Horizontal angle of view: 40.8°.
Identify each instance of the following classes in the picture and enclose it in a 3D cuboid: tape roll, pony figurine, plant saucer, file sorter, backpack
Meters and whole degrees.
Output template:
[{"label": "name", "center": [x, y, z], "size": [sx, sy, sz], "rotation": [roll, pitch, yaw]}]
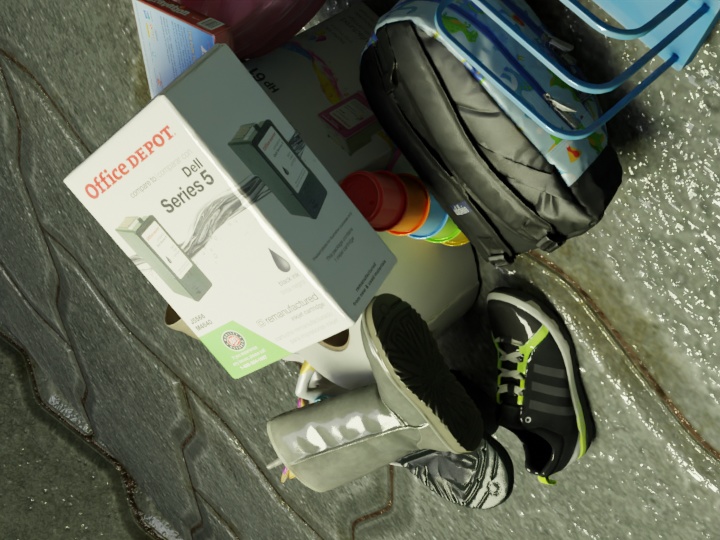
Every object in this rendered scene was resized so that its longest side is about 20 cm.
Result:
[{"label": "tape roll", "center": [0.000, 0.000, 0.972], "size": [0.202, 0.139, 0.204], "rotation": [37, 147, 29]}, {"label": "pony figurine", "center": [-0.010, 0.147, 1.118], "size": [0.166, 0.192, 0.202], "rotation": [36, 122, 56]}, {"label": "plant saucer", "center": [-0.074, -0.250, 0.790], "size": [0.051, 0.202, 0.200], "rotation": [34, 168, -38]}, {"label": "file sorter", "center": [0.133, -0.190, 0.528], "size": [0.139, 0.122, 0.200], "rotation": [45, 158, 15]}, {"label": "backpack", "center": [0.089, -0.121, 0.723], "size": [0.199, 0.154, 0.163], "rotation": [36, 159, -11]}]

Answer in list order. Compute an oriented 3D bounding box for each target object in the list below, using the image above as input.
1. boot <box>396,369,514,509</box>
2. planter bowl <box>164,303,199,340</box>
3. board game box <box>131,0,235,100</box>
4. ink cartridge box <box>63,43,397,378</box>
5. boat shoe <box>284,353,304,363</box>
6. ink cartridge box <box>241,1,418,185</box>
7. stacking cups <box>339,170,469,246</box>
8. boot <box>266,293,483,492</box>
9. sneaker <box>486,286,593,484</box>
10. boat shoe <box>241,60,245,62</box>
[{"label": "boot", "center": [0.101, 0.161, 0.980], "size": [0.199, 0.168, 0.077], "rotation": [18, 104, 36]}, {"label": "planter bowl", "center": [-0.122, 0.012, 1.150], "size": [0.134, 0.201, 0.200], "rotation": [33, 158, -20]}, {"label": "board game box", "center": [-0.125, -0.108, 0.757], "size": [0.103, 0.019, 0.201], "rotation": [32, 141, 35]}, {"label": "ink cartridge box", "center": [-0.094, -0.037, 0.699], "size": [0.145, 0.084, 0.200], "rotation": [-27, 109, 42]}, {"label": "boat shoe", "center": [-0.066, 0.071, 1.238], "size": [0.069, 0.072, 0.200], "rotation": [60, 161, -9]}, {"label": "ink cartridge box", "center": [-0.029, -0.120, 0.819], "size": [0.145, 0.200, 0.085], "rotation": [44, 150, 17]}, {"label": "stacking cups", "center": [0.040, -0.056, 0.799], "size": [0.060, 0.200, 0.061], "rotation": [-2, 87, 28]}, {"label": "boot", "center": [-0.008, 0.119, 0.887], "size": [0.199, 0.073, 0.183], "rotation": [-16, 111, 41]}, {"label": "sneaker", "center": [0.159, 0.113, 0.907], "size": [0.072, 0.083, 0.201], "rotation": [1, 121, 56]}, {"label": "boat shoe", "center": [-0.114, -0.210, 1.006], "size": [0.067, 0.057, 0.201], "rotation": [38, 148, 29]}]
